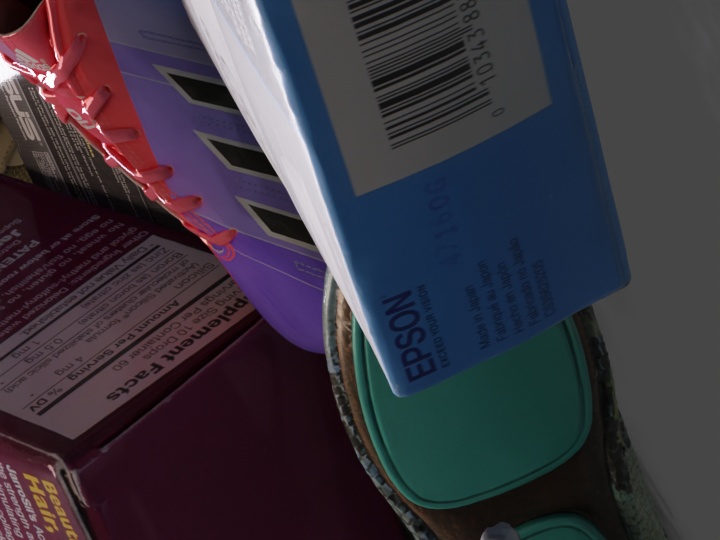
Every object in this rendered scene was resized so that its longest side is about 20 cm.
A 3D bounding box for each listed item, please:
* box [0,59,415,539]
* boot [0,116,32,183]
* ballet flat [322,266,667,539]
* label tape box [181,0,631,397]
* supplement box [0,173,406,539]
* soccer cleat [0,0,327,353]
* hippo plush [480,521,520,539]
[{"bbox_3d":[-0.025,-0.002,0.891,0.158,0.048,0.201,5,126,50],"label":"box"},{"bbox_3d":[-0.159,-0.104,0.993,0.073,0.155,0.201,-126,38,-56],"label":"boot"},{"bbox_3d":[0.038,0.045,0.780,0.074,0.074,0.201,-124,12,-59],"label":"ballet flat"},{"bbox_3d":[-0.019,-0.092,0.659,0.200,0.066,0.144,58,173,38],"label":"label tape box"},{"bbox_3d":[-0.095,0.055,0.895,0.199,0.103,0.131,18,136,43],"label":"supplement box"},{"bbox_3d":[-0.058,-0.054,0.762,0.068,0.073,0.201,-11,113,47],"label":"soccer cleat"},{"bbox_3d":[0.060,0.185,0.714,0.200,0.159,0.161,44,-176,9],"label":"hippo plush"}]
